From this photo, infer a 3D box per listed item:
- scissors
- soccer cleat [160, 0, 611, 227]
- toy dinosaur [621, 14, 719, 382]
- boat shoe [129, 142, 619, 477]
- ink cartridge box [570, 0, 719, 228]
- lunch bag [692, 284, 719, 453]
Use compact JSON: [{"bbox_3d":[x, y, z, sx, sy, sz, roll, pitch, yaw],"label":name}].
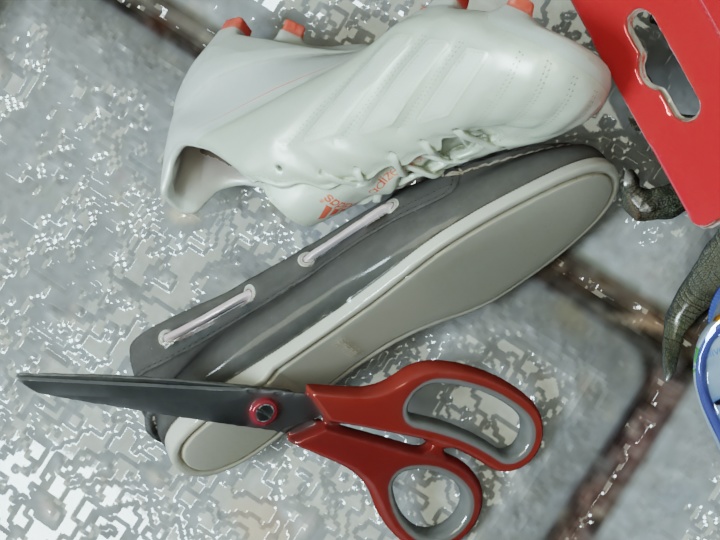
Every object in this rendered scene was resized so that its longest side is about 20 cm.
[{"bbox_3d":[-0.022,0.045,0.789,0.199,0.014,0.073,25,103,-27],"label":"scissors"},{"bbox_3d":[0.005,-0.051,0.782,0.199,0.069,0.078,1,65,46],"label":"soccer cleat"},{"bbox_3d":[0.151,-0.054,0.791,0.102,0.077,0.201,16,86,17],"label":"toy dinosaur"},{"bbox_3d":[0.000,0.000,0.817,0.200,0.067,0.057,-33,61,3],"label":"boat shoe"},{"bbox_3d":[0.173,-0.109,0.706,0.200,0.067,0.117,-32,83,35],"label":"ink cartridge box"},{"bbox_3d":[0.221,0.041,0.744,0.199,0.076,0.161,-20,98,21],"label":"lunch bag"}]
